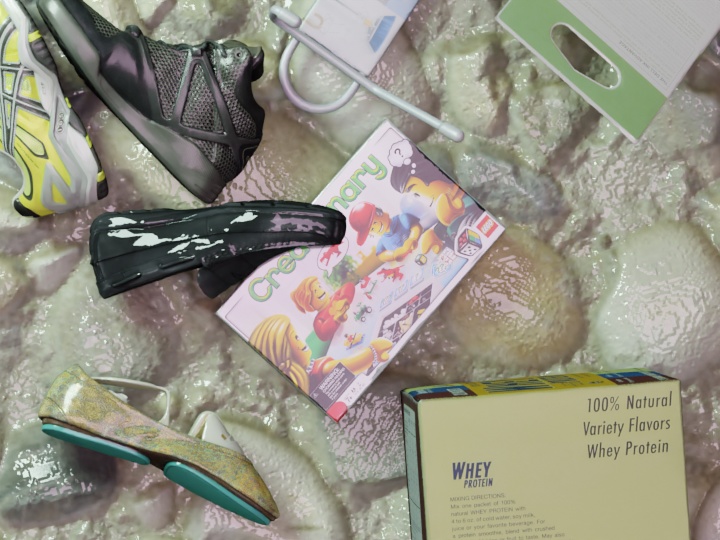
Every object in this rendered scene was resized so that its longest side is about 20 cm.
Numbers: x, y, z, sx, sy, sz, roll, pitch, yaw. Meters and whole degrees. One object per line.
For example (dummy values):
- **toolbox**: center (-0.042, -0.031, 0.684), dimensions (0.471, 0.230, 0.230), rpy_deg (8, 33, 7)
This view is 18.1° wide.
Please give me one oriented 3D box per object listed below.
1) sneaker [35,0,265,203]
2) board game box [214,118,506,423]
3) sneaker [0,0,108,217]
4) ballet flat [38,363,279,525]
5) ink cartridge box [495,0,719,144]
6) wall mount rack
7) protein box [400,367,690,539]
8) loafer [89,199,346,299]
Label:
- **sneaker**: center (-0.147, -0.157, 1.700), dimensions (0.199, 0.076, 0.114), rpy_deg (44, 85, -7)
- **board game box**: center (0.000, 0.000, 1.733), dimensions (0.126, 0.035, 0.200), rpy_deg (41, 87, -3)
- **sneaker**: center (-0.259, -0.133, 1.689), dimensions (0.076, 0.075, 0.201), rpy_deg (-25, 91, -5)
- **ballet flat**: center (-0.143, 0.126, 1.711), dimensions (0.199, 0.071, 0.071), rpy_deg (24, 89, -5)
- **ink cartridge box**: center (0.197, -0.202, 1.708), dimensions (0.145, 0.048, 0.200), rpy_deg (40, 65, -5)
- **wall mount rack**: center (0.033, -0.193, 1.712), dimensions (0.173, 0.075, 0.201), rpy_deg (34, 86, -5)
- **protein box**: center (0.138, 0.184, 1.698), dimensions (0.197, 0.135, 0.202), rpy_deg (-4, 92, -4)
- **loafer**: center (-0.106, -0.015, 1.694), dimensions (0.199, 0.068, 0.071), rpy_deg (-5, 90, 13)
